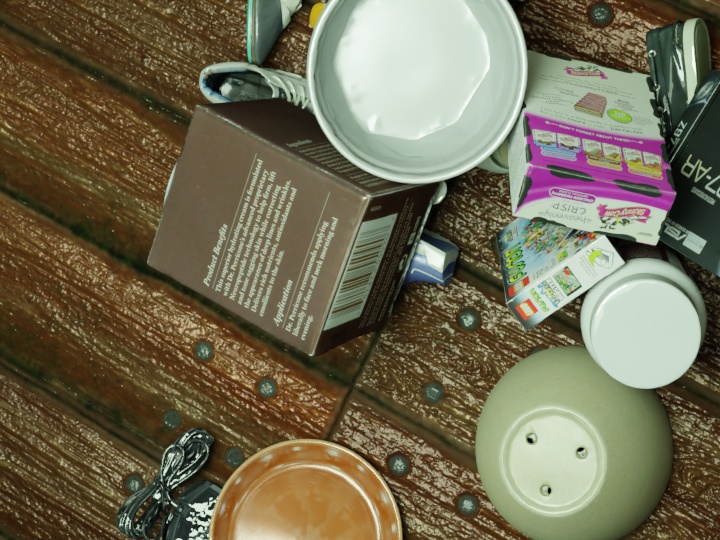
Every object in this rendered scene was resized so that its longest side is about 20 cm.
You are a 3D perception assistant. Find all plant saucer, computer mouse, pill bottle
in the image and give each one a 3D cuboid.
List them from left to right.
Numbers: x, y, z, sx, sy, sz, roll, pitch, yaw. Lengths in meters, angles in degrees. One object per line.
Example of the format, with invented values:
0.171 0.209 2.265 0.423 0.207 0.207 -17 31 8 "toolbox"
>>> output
-0.144 0.275 1.569 0.199 0.053 0.139 37 74 10 "computer mouse"
-0.056 0.275 1.528 0.197 0.032 0.203 0 72 -1 "plant saucer"
0.259 0.040 1.375 0.112 0.200 0.116 1 99 9 "pill bottle"

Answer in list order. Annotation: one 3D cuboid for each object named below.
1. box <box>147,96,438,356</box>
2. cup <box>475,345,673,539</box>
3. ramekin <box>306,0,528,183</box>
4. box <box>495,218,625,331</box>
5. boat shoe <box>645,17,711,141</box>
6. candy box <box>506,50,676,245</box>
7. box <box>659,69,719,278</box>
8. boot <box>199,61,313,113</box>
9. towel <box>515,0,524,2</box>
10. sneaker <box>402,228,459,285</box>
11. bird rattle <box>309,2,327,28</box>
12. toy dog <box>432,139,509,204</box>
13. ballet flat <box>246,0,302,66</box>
-0.062 -0.048 1.414 0.199 0.164 0.168 28 110 20 "box"
0.195 0.175 1.430 0.197 0.143 0.203 -1 88 16 "cup"
0.050 -0.187 1.357 0.197 0.105 0.203 0 104 -1 "ramekin"
0.185 -0.021 1.410 0.110 0.200 0.035 -36 105 13 "box"
0.301 -0.140 1.443 0.065 0.074 0.202 2 101 31 "boat shoe"
0.204 -0.116 1.356 0.134 0.201 0.062 11 128 -5 "candy box"
0.369 -0.067 1.392 0.199 0.044 0.161 31 97 -12 "box"
-0.071 -0.167 1.540 0.197 0.095 0.075 14 93 16 "boot"
0.099 -0.375 1.500 0.198 0.085 0.167 25 97 15 "towel"
-0.001 0.000 1.532 0.197 0.080 0.117 17 100 20 "sneaker"
0.039 -0.231 1.479 0.199 0.162 0.114 33 117 28 "bird rattle"
0.098 -0.115 1.491 0.197 0.132 0.097 4 122 24 "toy dog"
-0.092 -0.315 1.564 0.072 0.073 0.203 -8 78 16 "ballet flat"
